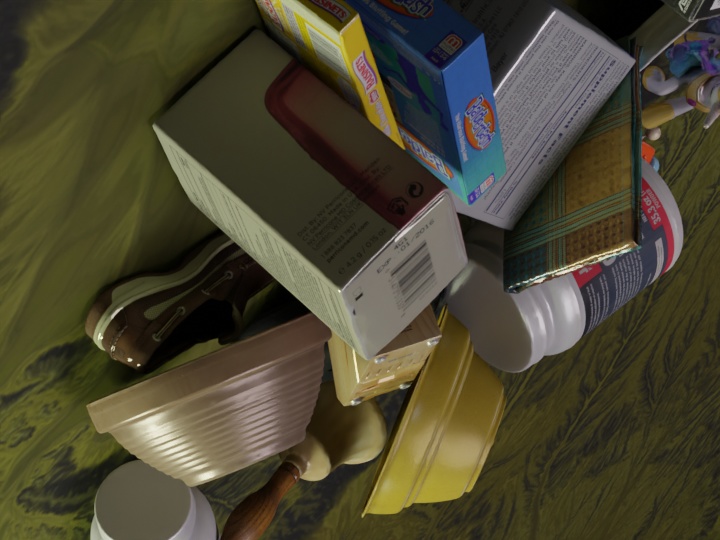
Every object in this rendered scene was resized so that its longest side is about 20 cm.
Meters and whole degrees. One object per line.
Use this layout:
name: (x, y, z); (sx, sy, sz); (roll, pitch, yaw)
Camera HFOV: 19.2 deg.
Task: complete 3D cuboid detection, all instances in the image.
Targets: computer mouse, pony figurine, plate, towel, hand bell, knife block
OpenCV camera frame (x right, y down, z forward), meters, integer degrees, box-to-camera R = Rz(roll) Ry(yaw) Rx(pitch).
computer mouse: (-0.009, 0.055, 1.836); (0.199, 0.053, 0.139); (-15, 150, -22)
pony figurine: (0.357, -0.190, 1.955); (0.193, 0.167, 0.200); (-34, -165, -10)
plate: (0.278, -0.223, 1.935); (0.199, 0.032, 0.200); (-43, 180, -19)
towel: (0.181, -0.089, 1.812); (0.146, 0.201, 0.022); (-22, 145, 39)
hand bell: (-0.069, 0.183, 1.875); (0.200, 0.104, 0.104); (-46, 162, -45)
knife block: (0.000, 0.000, 1.749); (0.064, 0.176, 0.200); (-16, 163, -15)

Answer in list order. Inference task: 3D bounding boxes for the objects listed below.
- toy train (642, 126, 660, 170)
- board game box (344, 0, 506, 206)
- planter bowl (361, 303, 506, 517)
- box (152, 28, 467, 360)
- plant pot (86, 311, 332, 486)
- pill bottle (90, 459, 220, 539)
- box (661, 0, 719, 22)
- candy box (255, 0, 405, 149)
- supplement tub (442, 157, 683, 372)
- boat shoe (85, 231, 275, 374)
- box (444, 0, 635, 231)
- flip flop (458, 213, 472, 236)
toy train: (0.217, -0.090, 2.085); (0.200, 0.055, 0.151); (11, 105, -59)
board game box: (0.032, -0.150, 1.550); (0.045, 0.152, 0.200); (-43, 156, -13)
planter bowl: (0.075, 0.137, 1.860); (0.200, 0.083, 0.201); (22, 90, -88)
box: (-0.033, -0.054, 1.519); (0.109, 0.200, 0.128); (-43, 156, -11)
plant pot: (-0.105, 0.108, 1.659); (0.200, 0.093, 0.201); (-22, 178, -1)
pill bottle: (-0.174, 0.243, 1.840); (0.109, 0.109, 0.200); (-40, 154, -18)
box: (0.264, -0.325, 1.667); (0.086, 0.164, 0.201); (-19, 142, -48)
candy box: (-0.025, -0.151, 1.510); (0.026, 0.102, 0.200); (-44, 156, -10)
supplement tub: (0.180, -0.013, 1.915); (0.200, 0.140, 0.141); (-36, 153, -27)
boat shoe: (-0.117, 0.029, 1.655); (0.202, 0.075, 0.075); (-29, 150, -38)
box: (0.106, -0.147, 1.738); (0.184, 0.105, 0.200); (-54, 155, 10)
flip flop: (0.048, -0.017, 1.891); (0.200, 0.058, 0.081); (-8, 134, -56)
